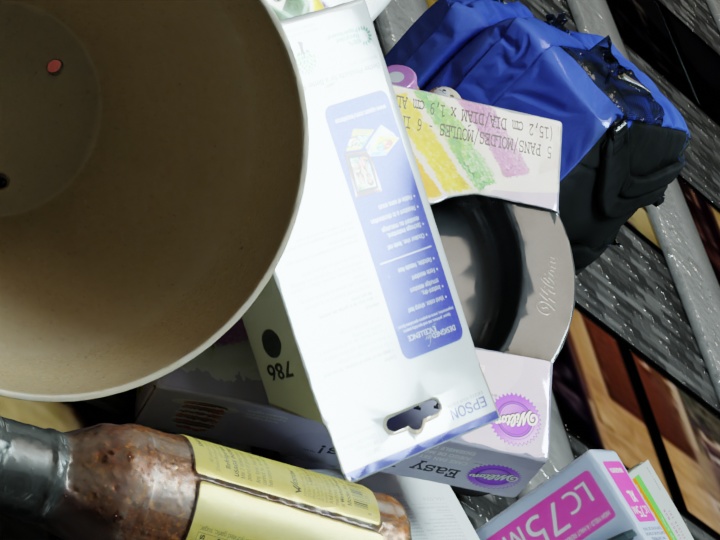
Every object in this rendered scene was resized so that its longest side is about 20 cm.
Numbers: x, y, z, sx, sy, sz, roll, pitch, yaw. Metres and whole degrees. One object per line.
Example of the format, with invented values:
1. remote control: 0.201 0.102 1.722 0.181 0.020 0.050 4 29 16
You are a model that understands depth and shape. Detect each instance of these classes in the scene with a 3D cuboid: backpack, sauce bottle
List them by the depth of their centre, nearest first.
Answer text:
1. sauce bottle: -0.077 0.097 1.174 0.200 0.066 0.066 20 34 -24
2. backpack: 0.107 -0.086 1.779 0.168 0.162 0.200 55 21 17

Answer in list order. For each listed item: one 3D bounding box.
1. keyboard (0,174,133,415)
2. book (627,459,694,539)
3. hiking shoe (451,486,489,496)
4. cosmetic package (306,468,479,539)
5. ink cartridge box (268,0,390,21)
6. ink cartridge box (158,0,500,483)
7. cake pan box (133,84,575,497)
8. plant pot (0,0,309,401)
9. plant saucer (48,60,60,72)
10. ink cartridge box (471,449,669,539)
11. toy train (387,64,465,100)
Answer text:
1. keyboard: -0.179 -0.012 1.257 0.200 0.021 0.127 30 36 -47
2. book: 0.150 0.191 1.584 0.134 0.048 0.200 57 22 5
3. hiking shoe: 0.050 0.046 1.481 0.101 0.076 0.200 -69 160 -55
4. cosmetic package: 0.012 0.166 1.320 0.151 0.052 0.200 58 22 19
5. ink cartridge box: -0.080 -0.168 1.304 0.200 0.050 0.109 48 55 -15
6. ink cartridge box: -0.013 -0.012 1.260 0.099 0.039 0.200 -19 91 -40
7. cake pan box: 0.000 0.000 1.341 0.200 0.052 0.184 13 64 -14
8. plant pot: -0.136 -0.058 1.179 0.200 0.200 0.134 44 -6 -21
9. plant saucer: -0.140 -0.167 1.396 0.200 0.037 0.200 -57 140 -47
10. ink cartridge box: 0.123 0.202 1.399 0.200 0.119 0.042 58 19 15
11. toy train: 0.043 -0.041 1.590 0.056 0.150 0.200 -29 74 -24
